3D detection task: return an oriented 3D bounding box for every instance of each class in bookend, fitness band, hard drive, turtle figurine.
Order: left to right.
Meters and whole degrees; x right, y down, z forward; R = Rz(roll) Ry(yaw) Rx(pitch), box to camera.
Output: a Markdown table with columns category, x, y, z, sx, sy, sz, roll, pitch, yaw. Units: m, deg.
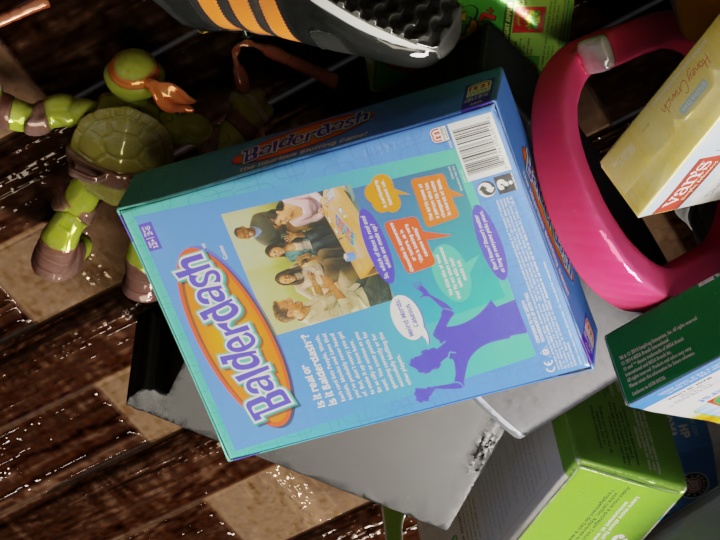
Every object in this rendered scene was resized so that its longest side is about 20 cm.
| category | x | y | z | sx | sy | sz | roll | pitch | yaw |
| --- | --- | --- | --- | --- | --- | --- | --- | --- | --- |
| turtle figurine | -0.115 | -0.057 | 1.245 | 0.199 | 0.065 | 0.162 | 3 | 132 | -11 |
| bookend | 0.001 | 0.011 | 1.307 | 0.199 | 0.092 | 0.199 | 22 | 115 | -12 |
| hard drive | 0.072 | -0.012 | 1.221 | 0.135 | 0.042 | 0.200 | -32 | 112 | 14 |
| fitness band | 0.154 | -0.057 | 1.213 | 0.037 | 0.200 | 0.144 | -16 | 94 | 36 |

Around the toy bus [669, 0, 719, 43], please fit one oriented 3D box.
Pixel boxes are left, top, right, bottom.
| category | x | y | z | sx | sy | sz | roll | pitch | yaw |
| --- | --- | --- | --- | --- | --- | --- | --- | --- | --- |
| toy bus | 0.168 | -0.210 | 1.134 | 0.065 | 0.079 | 0.201 | -12 | 136 | 3 |

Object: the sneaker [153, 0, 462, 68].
| category | x | y | z | sx | sy | sz | roll | pitch | yaw |
| --- | --- | --- | --- | --- | --- | --- | --- | --- | --- |
| sneaker | -0.046 | -0.143 | 1.150 | 0.199 | 0.070 | 0.090 | 27 | 144 | 3 |

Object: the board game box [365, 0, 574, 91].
| category | x | y | z | sx | sy | sz | roll | pitch | yaw |
| --- | --- | --- | --- | --- | --- | --- | --- | --- | --- |
| board game box | 0.058 | -0.181 | 1.168 | 0.101 | 0.048 | 0.201 | -1 | 132 | -7 |

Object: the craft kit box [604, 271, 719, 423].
| category | x | y | z | sx | sy | sz | roll | pitch | yaw |
| --- | --- | --- | --- | --- | --- | --- | --- | --- | --- |
| craft kit box | 0.255 | 0.019 | 1.198 | 0.199 | 0.049 | 0.197 | -30 | 153 | 28 |

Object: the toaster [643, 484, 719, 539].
| category | x | y | z | sx | sy | sz | roll | pitch | yaw |
| --- | --- | --- | --- | --- | --- | --- | --- | --- | --- |
| toaster | 0.240 | 0.184 | 1.327 | 0.129 | 0.114 | 0.200 | -33 | 127 | 24 |

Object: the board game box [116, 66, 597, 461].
| category | x | y | z | sx | sy | sz | roll | pitch | yaw |
| --- | --- | --- | --- | --- | --- | --- | --- | --- | --- |
| board game box | 0.000 | 0.000 | 1.178 | 0.199 | 0.045 | 0.153 | -15 | 114 | 16 |

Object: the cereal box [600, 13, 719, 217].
| category | x | y | z | sx | sy | sz | roll | pitch | yaw |
| --- | --- | --- | --- | --- | --- | --- | --- | --- | --- |
| cereal box | 0.225 | -0.097 | 1.147 | 0.199 | 0.040 | 0.144 | -12 | 149 | -41 |

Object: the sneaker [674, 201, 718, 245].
| category | x | y | z | sx | sy | sz | roll | pitch | yaw |
| --- | --- | --- | --- | --- | --- | --- | --- | --- | --- |
| sneaker | 0.276 | -0.015 | 1.324 | 0.199 | 0.091 | 0.067 | 2 | 133 | -10 |

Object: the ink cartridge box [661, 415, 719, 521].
| category | x | y | z | sx | sy | sz | roll | pitch | yaw |
| --- | --- | --- | --- | --- | --- | --- | --- | --- | --- |
| ink cartridge box | 0.262 | 0.111 | 1.442 | 0.199 | 0.084 | 0.145 | -13 | 133 | 3 |

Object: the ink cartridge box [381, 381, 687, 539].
| category | x | y | z | sx | sy | sz | roll | pitch | yaw |
| --- | --- | --- | --- | --- | --- | --- | --- | --- | --- |
| ink cartridge box | 0.093 | 0.128 | 1.390 | 0.075 | 0.148 | 0.200 | 16 | 129 | -23 |
